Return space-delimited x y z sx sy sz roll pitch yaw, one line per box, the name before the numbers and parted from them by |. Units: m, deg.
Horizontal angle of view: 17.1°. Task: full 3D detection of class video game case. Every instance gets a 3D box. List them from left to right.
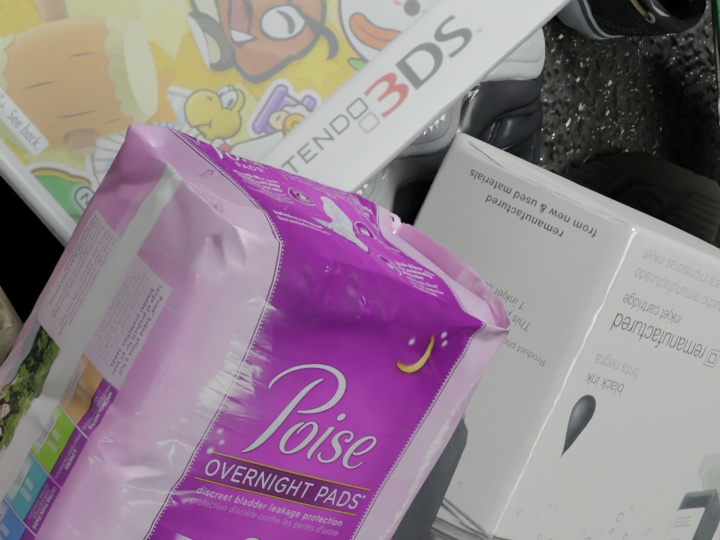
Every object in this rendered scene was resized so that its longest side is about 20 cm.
video game case | -0.056 -0.107 0.711 0.182 0.023 0.200 -42 99 -5

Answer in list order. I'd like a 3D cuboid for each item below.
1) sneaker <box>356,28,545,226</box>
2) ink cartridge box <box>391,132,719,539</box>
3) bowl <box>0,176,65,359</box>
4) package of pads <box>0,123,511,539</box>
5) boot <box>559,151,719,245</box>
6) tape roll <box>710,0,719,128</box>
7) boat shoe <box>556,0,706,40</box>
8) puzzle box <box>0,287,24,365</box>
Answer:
sneaker | 0.000 0.000 0.813 0.200 0.075 0.114 -40 128 -29
ink cartridge box | 0.055 0.074 0.799 0.146 0.085 0.200 18 100 -51
bowl | -0.079 -0.013 0.812 0.201 0.039 0.201 -13 109 -43
package of pads | -0.053 0.068 0.689 0.120 0.076 0.200 19 106 -43
boot | 0.081 0.053 0.985 0.200 0.077 0.138 -45 149 -42
tape roll | 0.167 -0.033 0.942 0.200 0.048 0.201 -6 90 -83
boat shoe | 0.096 -0.180 0.929 0.070 0.066 0.200 -31 120 -37
puzzle box | -0.169 -0.027 0.648 0.200 0.025 0.133 61 25 -22
